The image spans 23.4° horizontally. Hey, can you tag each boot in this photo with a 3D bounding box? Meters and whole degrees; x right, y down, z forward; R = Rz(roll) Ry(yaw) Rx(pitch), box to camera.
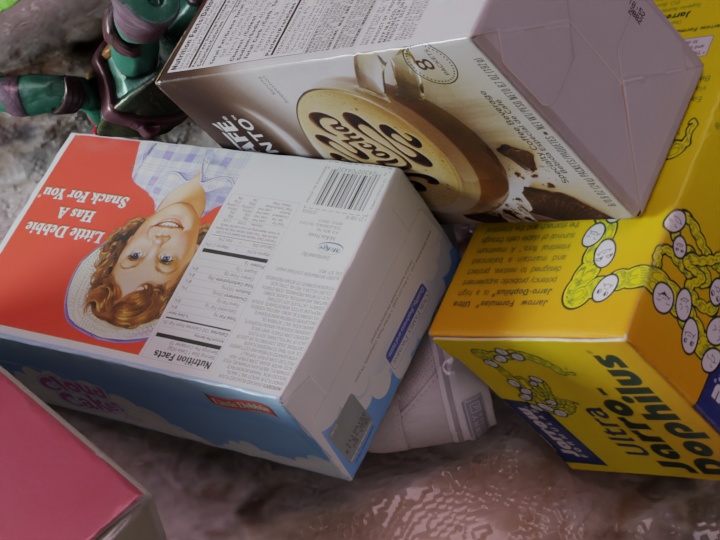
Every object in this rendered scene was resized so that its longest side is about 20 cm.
[{"bbox_3d":[0.000,0.000,0.811,0.095,0.074,0.201,-13,45,4],"label":"boot"}]

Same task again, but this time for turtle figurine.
[{"bbox_3d":[-0.115,-0.116,0.863,0.101,0.200,0.150,45,60,-9],"label":"turtle figurine"}]

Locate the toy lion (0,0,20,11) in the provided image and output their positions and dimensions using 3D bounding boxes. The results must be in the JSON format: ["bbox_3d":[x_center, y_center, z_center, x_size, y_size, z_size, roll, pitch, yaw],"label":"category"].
[{"bbox_3d":[-0.156,-0.169,0.845,0.200,0.069,0.192,-42,22,0],"label":"toy lion"}]

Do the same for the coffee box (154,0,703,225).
[{"bbox_3d":[0.023,-0.081,0.720,0.199,0.113,0.080,0,56,50],"label":"coffee box"}]

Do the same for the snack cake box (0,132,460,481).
[{"bbox_3d":[-0.070,0.010,0.761,0.199,0.067,0.116,9,62,37],"label":"snack cake box"}]

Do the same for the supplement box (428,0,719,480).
[{"bbox_3d":[0.134,-0.026,0.740,0.109,0.109,0.201,-2,55,49],"label":"supplement box"}]

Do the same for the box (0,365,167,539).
[{"bbox_3d":[-0.177,0.102,0.705,0.199,0.128,0.109,34,61,28],"label":"box"}]
